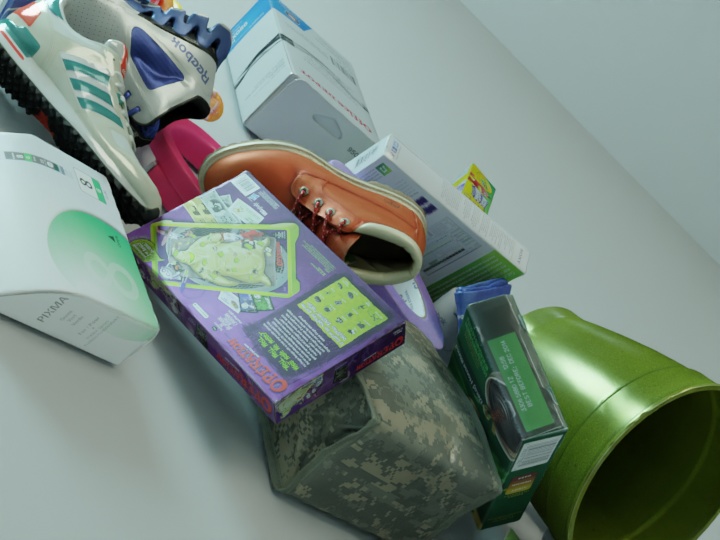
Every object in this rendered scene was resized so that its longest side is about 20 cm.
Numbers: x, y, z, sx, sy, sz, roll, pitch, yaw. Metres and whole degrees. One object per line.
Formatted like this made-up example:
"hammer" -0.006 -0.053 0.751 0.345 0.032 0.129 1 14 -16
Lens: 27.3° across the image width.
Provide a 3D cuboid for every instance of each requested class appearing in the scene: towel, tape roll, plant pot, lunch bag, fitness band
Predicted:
"towel" 0.130 0.110 1.430 0.145 0.024 0.202 -6 89 -69
"tape roll" 0.000 0.000 1.372 0.201 0.065 0.200 56 13 -19
"plant pot" 0.201 0.134 1.294 0.200 0.201 0.193 31 8 -44
"lunch bag" 0.000 0.094 1.158 0.164 0.117 0.201 32 29 -41
"fitness band" -0.121 -0.053 1.306 0.201 0.037 0.143 54 15 10

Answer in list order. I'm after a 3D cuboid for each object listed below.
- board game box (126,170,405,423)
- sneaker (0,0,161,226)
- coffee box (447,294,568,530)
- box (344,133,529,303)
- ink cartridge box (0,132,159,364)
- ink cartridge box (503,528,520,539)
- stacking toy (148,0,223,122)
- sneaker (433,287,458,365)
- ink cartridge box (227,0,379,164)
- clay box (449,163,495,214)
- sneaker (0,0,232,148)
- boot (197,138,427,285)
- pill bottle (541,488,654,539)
"board game box" -0.074 0.014 1.088 0.119 0.032 0.200 -27 53 -28
"sneaker" -0.201 -0.131 1.142 0.200 0.093 0.070 49 -24 7
"coffee box" 0.109 0.121 1.207 0.200 0.044 0.124 102 -29 -61
"box" 0.054 -0.039 1.500 0.200 0.144 0.037 40 48 -21
"ink cartridge box" -0.233 -0.037 0.980 0.200 0.050 0.162 34 23 -46
"ink cartridge box" 0.105 0.279 1.123 0.104 0.059 0.200 51 17 5
"stacking toy" -0.188 -0.204 1.368 0.200 0.109 0.117 48 20 -44
"sneaker" 0.121 0.075 1.538 0.075 0.087 0.200 51 15 29
"ink cartridge box" -0.067 -0.197 1.645 0.144 0.084 0.201 38 20 -31
"clay box" 0.090 -0.049 1.671 0.048 0.115 0.200 47 18 -7
"sneaker" -0.201 -0.165 1.220 0.198 0.080 0.116 12 68 -23
"boot" -0.038 -0.045 1.203 0.198 0.076 0.107 16 22 -7
"pill bottle" 0.248 0.306 1.324 0.114 0.114 0.201 32 25 -43
